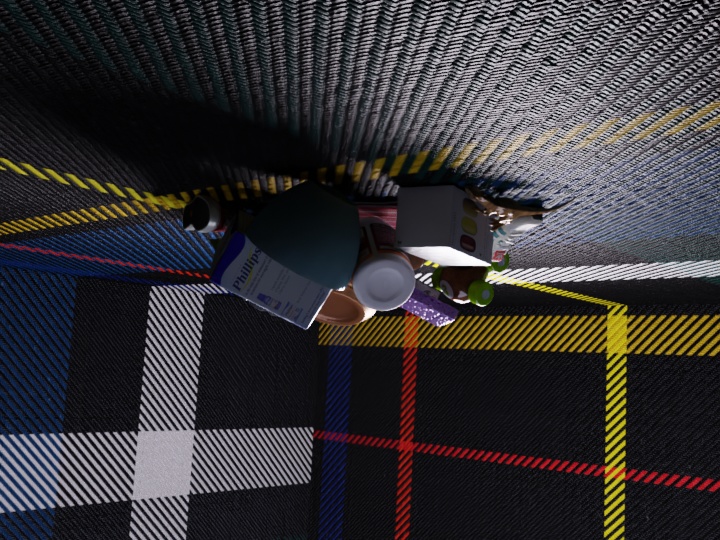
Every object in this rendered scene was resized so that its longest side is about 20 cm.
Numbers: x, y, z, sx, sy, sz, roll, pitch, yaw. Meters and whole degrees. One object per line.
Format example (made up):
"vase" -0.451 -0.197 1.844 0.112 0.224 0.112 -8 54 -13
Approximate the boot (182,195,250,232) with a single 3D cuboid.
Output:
"boot" -0.266 -0.107 1.624 0.144 0.073 0.200 4 180 -24

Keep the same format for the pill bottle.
"pill bottle" 0.031 -0.021 1.500 0.112 0.113 0.200 4 -152 -10

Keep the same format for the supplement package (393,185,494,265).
"supplement package" 0.156 -0.077 1.468 0.109 0.114 0.200 1 173 30

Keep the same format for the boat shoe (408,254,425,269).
"boat shoe" 0.056 -0.059 1.762 0.199 0.071 0.070 24 -165 19

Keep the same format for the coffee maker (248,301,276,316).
"coffee maker" -0.158 0.006 1.921 0.191 0.135 0.200 -15 -152 18

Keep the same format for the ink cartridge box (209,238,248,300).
"ink cartridge box" -0.194 -0.026 1.631 0.076 0.148 0.200 -34 172 20

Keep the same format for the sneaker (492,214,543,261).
"sneaker" 0.287 -0.066 1.589 0.070 0.094 0.200 7 172 -29

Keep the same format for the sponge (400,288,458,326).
"sponge" 0.108 0.061 1.785 0.199 0.030 0.112 28 165 -6

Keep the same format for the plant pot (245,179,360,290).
"plant pot" -0.078 -0.076 1.390 0.200 0.135 0.200 29 -169 -6

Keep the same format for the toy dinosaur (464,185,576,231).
"toy dinosaur" 0.265 -0.105 1.420 0.199 0.061 0.106 6 171 -22

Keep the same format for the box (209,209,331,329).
"box" -0.163 -0.005 1.481 0.199 0.105 0.184 29 -170 -14

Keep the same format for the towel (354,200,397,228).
"towel" 0.039 -0.094 1.629 0.144 0.023 0.200 2 160 20

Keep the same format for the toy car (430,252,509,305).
"toy car" 0.190 -0.031 1.765 0.200 0.158 0.164 28 177 -35

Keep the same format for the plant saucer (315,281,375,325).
"plant saucer" -0.062 0.069 1.775 0.199 0.038 0.200 10 150 6

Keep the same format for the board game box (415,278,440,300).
"board game box" 0.081 0.013 1.855 0.199 0.035 0.126 28 -177 -5
